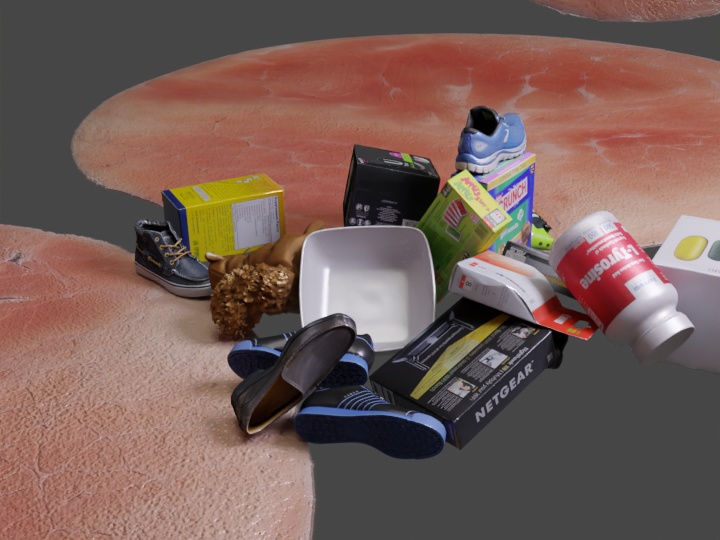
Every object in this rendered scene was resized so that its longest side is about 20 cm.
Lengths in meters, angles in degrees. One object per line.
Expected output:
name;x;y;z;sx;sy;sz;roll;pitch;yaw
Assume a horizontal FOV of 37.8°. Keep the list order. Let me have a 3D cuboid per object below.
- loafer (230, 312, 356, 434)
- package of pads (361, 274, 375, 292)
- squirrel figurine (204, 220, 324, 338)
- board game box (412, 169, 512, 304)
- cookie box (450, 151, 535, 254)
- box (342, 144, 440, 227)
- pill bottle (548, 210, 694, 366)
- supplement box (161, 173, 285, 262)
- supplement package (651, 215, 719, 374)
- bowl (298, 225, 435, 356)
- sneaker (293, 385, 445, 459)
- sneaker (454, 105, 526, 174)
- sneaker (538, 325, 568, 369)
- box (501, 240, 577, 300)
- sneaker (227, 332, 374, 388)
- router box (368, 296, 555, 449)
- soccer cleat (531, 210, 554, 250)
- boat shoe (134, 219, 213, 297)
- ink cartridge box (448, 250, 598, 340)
loafer;-0.079;0.137;1.344;0.200;0.073;0.072;-44;28;10
package of pads;0.000;0.000;1.714;0.120;0.076;0.200;-14;28;-34
squirrel figurine;-0.165;0.015;1.625;0.185;0.143;0.200;2;22;22
board game box;0.135;-0.047;1.573;0.048;0.200;0.102;-32;75;-38
cookie box;0.216;-0.081;1.728;0.075;0.201;0.171;15;30;32
box;0.050;-0.134;1.833;0.147;0.125;0.200;10;16;-5
pill bottle;0.354;0.026;1.424;0.112;0.113;0.200;-18;60;-32
supplement box;-0.244;-0.095;1.890;0.199;0.110;0.109;-12;27;-23
supplement package;0.509;0.033;1.524;0.151;0.152;0.200;12;28;26
bowl;0.011;0.039;1.555;0.198;0.075;0.201;-2;64;2
sneaker;0.017;0.182;1.324;0.199;0.071;0.078;6;33;19
sneaker;0.215;-0.223;1.688;0.078;0.090;0.200;13;28;24
sneaker;0.258;0.088;1.532;0.083;0.077;0.200;14;31;-1
box;0.335;0.016;1.616;0.158;0.049;0.199;14;8;-46
sneaker;-0.079;0.116;1.446;0.198;0.071;0.078;5;35;10
router box;0.136;0.129;1.394;0.200;0.052;0.157;-37;40;-27
soccer cleat;0.299;-0.084;1.909;0.080;0.068;0.200;14;24;-9
boat shoe;-0.312;-0.022;1.758;0.199;0.092;0.071;19;31;36
ink cartridge box;0.238;0.030;1.456;0.199;0.051;0.162;17;13;20
